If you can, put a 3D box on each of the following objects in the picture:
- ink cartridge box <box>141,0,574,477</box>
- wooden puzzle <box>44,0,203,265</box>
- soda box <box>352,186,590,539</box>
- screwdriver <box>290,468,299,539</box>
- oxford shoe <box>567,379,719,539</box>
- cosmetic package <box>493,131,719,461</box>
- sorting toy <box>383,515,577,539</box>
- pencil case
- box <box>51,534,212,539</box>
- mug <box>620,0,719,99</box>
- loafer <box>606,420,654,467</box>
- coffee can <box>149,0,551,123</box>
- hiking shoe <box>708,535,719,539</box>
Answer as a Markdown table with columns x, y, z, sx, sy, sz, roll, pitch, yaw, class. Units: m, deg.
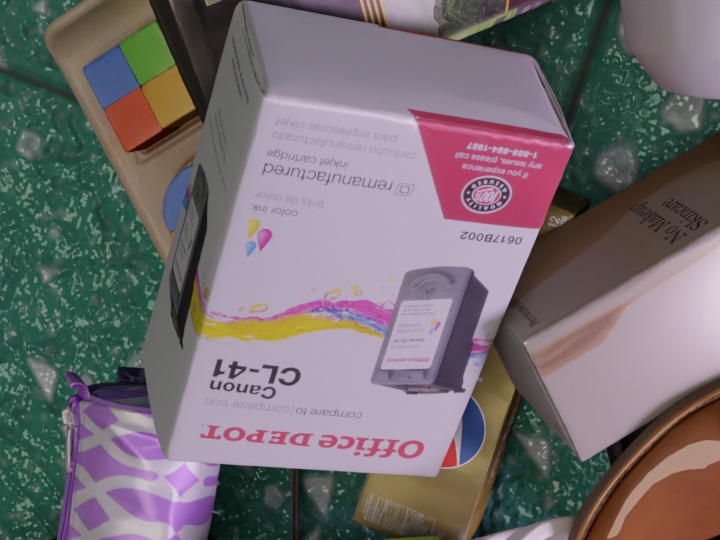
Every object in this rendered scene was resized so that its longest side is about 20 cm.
| x | y | z | sx | sy | sz | roll | pitch | yaw | class |
| --- | --- | --- | --- | --- | --- | --- | --- | --- | --- |
| -0.007 | -0.007 | 0.760 | 0.146 | 0.086 | 0.201 | 6 | 124 | -18 | ink cartridge box |
| -0.062 | -0.088 | 0.908 | 0.184 | 0.046 | 0.201 | -29 | 93 | 18 | wooden puzzle |
| 0.060 | 0.049 | 0.889 | 0.063 | 0.068 | 0.202 | 21 | 103 | 11 | soda box |
| -0.037 | 0.200 | 0.965 | 0.028 | 0.029 | 0.203 | 3 | 96 | 16 | screwdriver |
| 0.185 | 0.090 | 0.754 | 0.199 | 0.071 | 0.072 | -35 | 45 | 5 | oxford shoe |
| 0.160 | -0.002 | 0.796 | 0.199 | 0.105 | 0.072 | -31 | 110 | -4 | cosmetic package |
| 0.021 | 0.178 | 0.798 | 0.179 | 0.200 | 0.107 | -33 | 92 | 38 | sorting toy |
| -0.122 | 0.152 | 0.826 | 0.085 | 0.084 | 0.202 | 9 | 89 | -28 | pencil case |
| -0.181 | 0.218 | 0.954 | 0.198 | 0.122 | 0.107 | -23 | 91 | 18 | box |
| 0.201 | -0.164 | 0.782 | 0.185 | 0.149 | 0.155 | 5 | 108 | 22 | mug |
| 0.165 | 0.126 | 0.873 | 0.071 | 0.063 | 0.202 | -20 | 93 | 17 | loafer |
| -0.007 | -0.167 | 0.799 | 0.198 | 0.146 | 0.148 | -23 | 92 | -6 | coffee can |
| 0.262 | 0.110 | 0.806 | 0.199 | 0.101 | 0.076 | -28 | 98 | -3 | hiking shoe |
